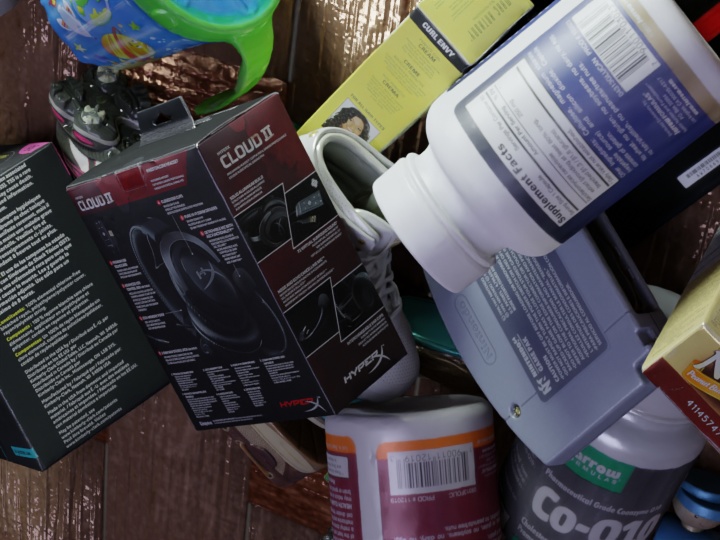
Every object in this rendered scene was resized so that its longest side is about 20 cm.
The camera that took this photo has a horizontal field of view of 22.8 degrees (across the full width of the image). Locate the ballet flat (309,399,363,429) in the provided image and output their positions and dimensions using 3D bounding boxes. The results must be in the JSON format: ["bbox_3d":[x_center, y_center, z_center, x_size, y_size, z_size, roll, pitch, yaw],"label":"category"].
[{"bbox_3d":[-0.069,0.033,1.293,0.069,0.069,0.201,-27,101,37],"label":"ballet flat"}]

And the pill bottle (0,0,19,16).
[{"bbox_3d":[-0.264,-0.275,1.178,0.110,0.111,0.201,27,127,12],"label":"pill bottle"}]

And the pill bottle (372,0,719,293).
[{"bbox_3d":[0.107,-0.079,1.016,0.199,0.111,0.111,-38,97,14],"label":"pill bottle"}]

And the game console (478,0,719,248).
[{"bbox_3d":[0.171,-0.126,1.087,0.177,0.031,0.200,46,129,-7],"label":"game console"}]

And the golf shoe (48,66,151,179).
[{"bbox_3d":[-0.150,-0.057,1.245,0.200,0.077,0.089,52,148,33],"label":"golf shoe"}]

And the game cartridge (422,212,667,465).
[{"bbox_3d":[0.107,0.010,1.108,0.133,0.041,0.201,-48,61,42],"label":"game cartridge"}]

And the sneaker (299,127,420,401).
[{"bbox_3d":[0.000,0.000,1.129,0.115,0.074,0.201,-9,121,50],"label":"sneaker"}]

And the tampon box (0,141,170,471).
[{"bbox_3d":[-0.256,0.022,1.310,0.149,0.126,0.202,5,124,57],"label":"tampon box"}]

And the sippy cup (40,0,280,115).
[{"bbox_3d":[-0.137,-0.194,1.154,0.130,0.139,0.180,-22,67,47],"label":"sippy cup"}]

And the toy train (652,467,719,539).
[{"bbox_3d":[0.284,0.218,1.199,0.198,0.085,0.117,21,112,16],"label":"toy train"}]

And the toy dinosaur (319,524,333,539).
[{"bbox_3d":[0.011,0.221,1.334,0.088,0.047,0.200,48,164,4],"label":"toy dinosaur"}]

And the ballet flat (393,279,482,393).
[{"bbox_3d":[0.012,0.035,1.252,0.198,0.068,0.073,22,145,11],"label":"ballet flat"}]

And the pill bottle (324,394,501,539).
[{"bbox_3d":[0.039,0.188,1.175,0.113,0.114,0.203,-2,93,29],"label":"pill bottle"}]

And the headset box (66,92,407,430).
[{"bbox_3d":[-0.082,-0.009,1.093,0.148,0.077,0.202,-13,108,49],"label":"headset box"}]

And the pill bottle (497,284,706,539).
[{"bbox_3d":[0.162,0.114,1.175,0.112,0.113,0.201,28,128,11],"label":"pill bottle"}]

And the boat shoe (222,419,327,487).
[{"bbox_3d":[-0.106,0.083,1.332,0.200,0.072,0.072,45,128,-10],"label":"boat shoe"}]

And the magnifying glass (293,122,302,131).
[{"bbox_3d":[-0.037,-0.008,1.214,0.079,0.022,0.202,-22,78,11],"label":"magnifying glass"}]

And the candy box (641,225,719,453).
[{"bbox_3d":[0.244,0.035,1.028,0.115,0.200,0.055,46,127,-4],"label":"candy box"}]

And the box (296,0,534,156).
[{"bbox_3d":[0.023,-0.116,1.111,0.050,0.075,0.200,46,145,-2],"label":"box"}]

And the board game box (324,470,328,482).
[{"bbox_3d":[0.073,0.189,1.325,0.200,0.030,0.096,40,129,-1],"label":"board game box"}]
